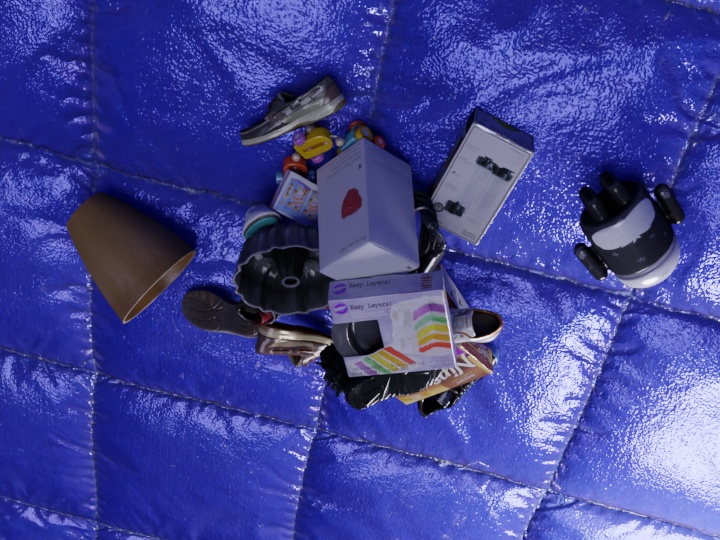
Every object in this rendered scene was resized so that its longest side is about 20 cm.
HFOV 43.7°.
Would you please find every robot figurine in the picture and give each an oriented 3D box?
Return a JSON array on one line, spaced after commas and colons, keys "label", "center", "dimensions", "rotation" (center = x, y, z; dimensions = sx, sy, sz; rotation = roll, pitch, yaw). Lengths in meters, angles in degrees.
[{"label": "robot figurine", "center": [0.438, -0.065, 1.470], "dimensions": [0.149, 0.125, 0.200], "rotation": [-17, 121, 48]}]

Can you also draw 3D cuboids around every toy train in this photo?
[{"label": "toy train", "center": [-0.052, -0.200, 1.527], "dimensions": [0.196, 0.056, 0.151], "rotation": [-5, 149, 2]}]

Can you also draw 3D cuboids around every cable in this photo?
[{"label": "cable", "center": [0.064, -0.036, 1.525], "dimensions": [0.050, 0.164, 0.201], "rotation": [2, 133, -38]}]

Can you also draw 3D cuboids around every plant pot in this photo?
[{"label": "plant pot", "center": [-0.437, -0.040, 1.646], "dimensions": [0.200, 0.187, 0.186], "rotation": [44, 122, -3]}]

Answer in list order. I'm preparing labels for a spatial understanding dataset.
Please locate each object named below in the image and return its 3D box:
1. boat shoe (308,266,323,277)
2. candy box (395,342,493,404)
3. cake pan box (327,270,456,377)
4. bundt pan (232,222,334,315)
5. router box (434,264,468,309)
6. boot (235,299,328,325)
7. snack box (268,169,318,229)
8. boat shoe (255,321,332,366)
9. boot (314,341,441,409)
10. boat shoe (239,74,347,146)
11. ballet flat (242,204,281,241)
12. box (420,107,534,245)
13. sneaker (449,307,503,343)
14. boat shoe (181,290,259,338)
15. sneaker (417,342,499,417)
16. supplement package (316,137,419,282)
[{"label": "boat shoe", "center": [0.000, 0.000, 1.636], "dimensions": [0.196, 0.063, 0.075], "rotation": [-2, 142, 8]}, {"label": "candy box", "center": [0.134, 0.176, 1.671], "dimensions": [0.198, 0.057, 0.116], "rotation": [-23, 136, 29]}, {"label": "cake pan box", "center": [0.051, 0.090, 1.469], "dimensions": [0.196, 0.053, 0.186], "rotation": [-5, 129, 9]}, {"label": "bundt pan", "center": [-0.121, -0.010, 1.539], "dimensions": [0.198, 0.077, 0.203], "rotation": [-4, 144, -3]}, {"label": "router box", "center": [0.105, 0.086, 1.645], "dimensions": [0.177, 0.049, 0.200], "rotation": [-17, 138, 21]}, {"label": "boot", "center": [-0.124, 0.063, 1.655], "dimensions": [0.196, 0.145, 0.074], "rotation": [5, 118, 6]}, {"label": "snack box", "center": [-0.059, -0.097, 1.553], "dimensions": [0.198, 0.024, 0.073], "rotation": [28, 92, -29]}, {"label": "boat shoe", "center": [-0.115, 0.147, 1.707], "dimensions": [0.198, 0.072, 0.073], "rotation": [14, 95, -42]}, {"label": "boot", "center": [0.028, 0.169, 1.610], "dimensions": [0.196, 0.162, 0.074], "rotation": [-19, 115, -15]}, {"label": "boat shoe", "center": [-0.119, -0.266, 1.487], "dimensions": [0.198, 0.072, 0.067], "rotation": [-18, 107, 23]}, {"label": "ballet flat", "center": [-0.178, -0.077, 1.578], "dimensions": [0.068, 0.070, 0.200], "rotation": [16, 158, 1]}, {"label": "box", "center": [0.194, -0.154, 1.497], "dimensions": [0.115, 0.060, 0.201], "rotation": [24, 125, -5]}, {"label": "sneaker", "center": [0.149, 0.091, 1.539], "dimensions": [0.196, 0.074, 0.085], "rotation": [-6, 166, -8]}, {"label": "boat shoe", "center": [-0.258, 0.090, 1.741], "dimensions": [0.197, 0.072, 0.077], "rotation": [18, 87, 23]}, {"label": "sneaker", "center": [0.188, 0.217, 1.733], "dimensions": [0.070, 0.078, 0.199], "rotation": [40, 122, -16]}, {"label": "supplement package", "center": [0.010, -0.087, 1.467], "dimensions": [0.119, 0.203, 0.120], "rotation": [24, 140, -39]}]
